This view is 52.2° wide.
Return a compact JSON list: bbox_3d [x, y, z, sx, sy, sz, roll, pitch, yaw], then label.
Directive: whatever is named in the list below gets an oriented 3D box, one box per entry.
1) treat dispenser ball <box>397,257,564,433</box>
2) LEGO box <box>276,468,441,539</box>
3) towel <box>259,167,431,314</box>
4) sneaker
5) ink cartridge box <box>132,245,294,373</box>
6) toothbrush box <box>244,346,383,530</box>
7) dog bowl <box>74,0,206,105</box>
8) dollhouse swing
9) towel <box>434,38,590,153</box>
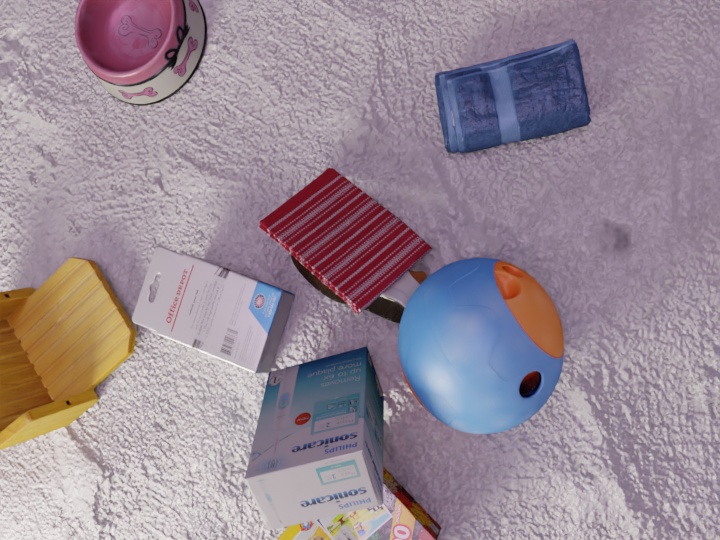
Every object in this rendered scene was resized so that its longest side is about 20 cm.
[{"bbox_3d":[0.142,0.088,0.872,0.195,0.201,0.208,-1,84,12],"label":"treat dispenser ball"},{"bbox_3d":[-0.015,0.354,0.943,0.149,0.077,0.201,42,94,12],"label":"LEGO box"},{"bbox_3d":[-0.022,-0.045,0.965,0.144,0.023,0.199,-39,64,-24],"label":"towel"},{"bbox_3d":[0.000,0.000,0.991,0.196,0.074,0.085,24,57,20],"label":"sneaker"},{"bbox_3d":[-0.203,0.052,1.018,0.195,0.067,0.119,20,89,13],"label":"ink cartridge box"},{"bbox_3d":[-0.049,0.199,0.899,0.142,0.202,0.087,-15,118,11],"label":"toothbrush box"},{"bbox_3d":[-0.331,-0.355,1.083,0.194,0.074,0.207,-1,84,12],"label":"dog bowl"},{"bbox_3d":[-0.450,0.099,1.023,0.175,0.181,0.202,-41,77,26],"label":"dollhouse swing"},{"bbox_3d":[0.200,-0.226,0.969,0.194,0.048,0.115,-10,83,11],"label":"towel"}]
